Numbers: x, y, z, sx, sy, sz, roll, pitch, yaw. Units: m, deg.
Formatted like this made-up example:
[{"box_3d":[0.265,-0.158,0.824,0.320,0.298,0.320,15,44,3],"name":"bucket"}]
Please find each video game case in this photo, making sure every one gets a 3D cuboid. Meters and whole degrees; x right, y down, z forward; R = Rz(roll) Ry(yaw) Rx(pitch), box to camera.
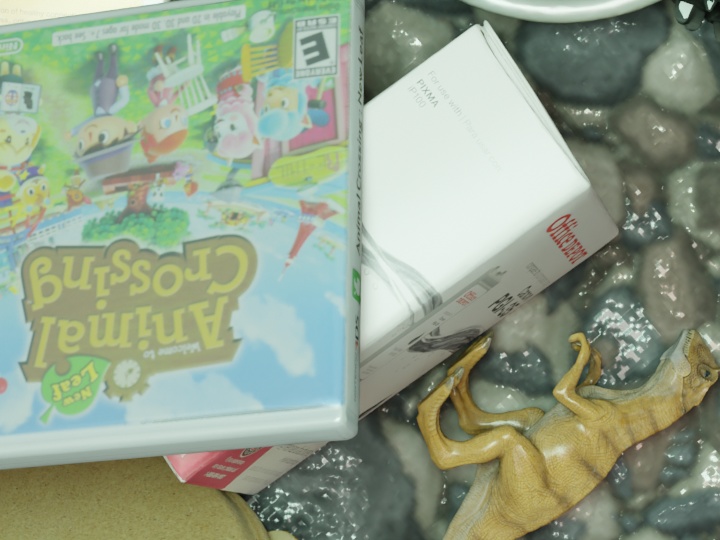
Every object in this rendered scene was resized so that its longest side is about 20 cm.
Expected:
[{"box_3d":[-0.095,-0.016,1.110,0.199,0.022,0.183,-6,68,17],"name":"video game case"}]

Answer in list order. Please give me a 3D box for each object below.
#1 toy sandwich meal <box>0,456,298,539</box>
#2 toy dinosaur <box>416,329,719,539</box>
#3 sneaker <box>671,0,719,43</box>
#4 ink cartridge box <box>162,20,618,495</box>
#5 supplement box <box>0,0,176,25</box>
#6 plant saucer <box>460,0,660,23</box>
[{"box_3d":[-0.115,0.151,1.195,0.204,0.206,0.071,-6,130,3],"name":"toy sandwich meal"},{"box_3d":[0.065,0.089,1.222,0.200,0.060,0.106,-43,92,4],"name":"toy dinosaur"},{"box_3d":[0.211,-0.139,1.181,0.199,0.071,0.099,0,83,-20],"name":"sneaker"},{"box_3d":[0.000,0.000,1.170,0.200,0.147,0.083,-36,79,4],"name":"ink cartridge box"},{"box_3d":[-0.139,-0.104,1.213,0.125,0.074,0.201,5,93,3],"name":"supplement box"},{"box_3d":[0.084,-0.204,1.209,0.199,0.050,0.201,0,93,2],"name":"plant saucer"}]
